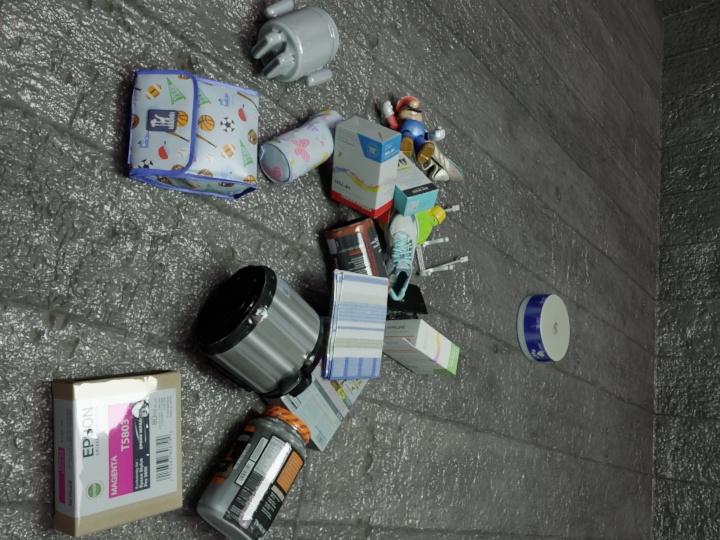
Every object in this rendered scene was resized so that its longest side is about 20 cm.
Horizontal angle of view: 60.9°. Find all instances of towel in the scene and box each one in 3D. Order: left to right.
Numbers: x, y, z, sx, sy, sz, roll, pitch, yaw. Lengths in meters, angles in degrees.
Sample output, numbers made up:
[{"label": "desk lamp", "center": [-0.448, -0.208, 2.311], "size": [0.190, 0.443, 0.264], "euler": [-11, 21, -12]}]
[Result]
[{"label": "towel", "center": [-0.007, 0.104, 1.159], "size": [0.145, 0.024, 0.204], "euler": [7, 88, -44]}]

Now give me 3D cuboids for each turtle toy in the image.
[{"label": "turtle toy", "center": [0.088, -0.135, 1.363], "size": [0.146, 0.101, 0.201], "euler": [-45, 118, -14]}]

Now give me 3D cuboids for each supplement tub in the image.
[{"label": "supplement tub", "center": [-0.169, 0.336, 1.016], "size": [0.123, 0.121, 0.201], "euler": [53, 50, -28]}, {"label": "supplement tub", "center": [0.000, 0.000, 1.248], "size": [0.106, 0.106, 0.204], "euler": [-24, 102, -46]}]

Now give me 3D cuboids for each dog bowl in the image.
[{"label": "dog bowl", "center": [0.556, 0.174, 1.854], "size": [0.198, 0.078, 0.205], "euler": [7, 81, -47]}]

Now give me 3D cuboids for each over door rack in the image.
[{"label": "over door rack", "center": [0.204, -0.079, 1.511], "size": [0.198, 0.066, 0.151], "euler": [-17, 99, -47]}]

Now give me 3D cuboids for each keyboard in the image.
[{"label": "keyboard", "center": [0.076, 0.075, 1.388], "size": [0.198, 0.039, 0.106], "euler": [11, 54, -45]}]

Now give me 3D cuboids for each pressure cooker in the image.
[{"label": "pressure cooker", "center": [-0.152, 0.113, 1.021], "size": [0.200, 0.177, 0.178], "euler": [46, 52, -33]}]

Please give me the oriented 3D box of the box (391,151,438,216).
[{"label": "box", "center": [0.072, -0.200, 1.283], "size": [0.081, 0.201, 0.050], "euler": [-17, 141, -27]}]

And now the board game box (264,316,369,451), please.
[{"label": "board game box", "center": [-0.075, 0.210, 1.155], "size": [0.201, 0.064, 0.149], "euler": [-51, 123, -35]}]

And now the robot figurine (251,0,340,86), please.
[{"label": "robot figurine", "center": [-0.117, -0.433, 1.168], "size": [0.200, 0.112, 0.171], "euler": [-43, 109, -41]}]

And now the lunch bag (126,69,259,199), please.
[{"label": "lunch bag", "center": [-0.267, -0.216, 0.980], "size": [0.197, 0.123, 0.174], "euler": [6, 80, -32]}]

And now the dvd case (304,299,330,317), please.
[{"label": "dvd case", "center": [-0.077, 0.143, 1.216], "size": [0.198, 0.016, 0.152], "euler": [17, 74, -46]}]

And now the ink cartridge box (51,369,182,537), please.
[{"label": "ink cartridge box", "center": [-0.343, 0.251, 0.873], "size": [0.163, 0.074, 0.204], "euler": [1, 85, -48]}]

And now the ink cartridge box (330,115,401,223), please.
[{"label": "ink cartridge box", "center": [0.007, -0.187, 1.214], "size": [0.067, 0.115, 0.203], "euler": [-36, 143, -43]}]

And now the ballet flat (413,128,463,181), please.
[{"label": "ballet flat", "center": [0.180, -0.267, 1.519], "size": [0.199, 0.068, 0.068], "euler": [41, 77, -30]}]

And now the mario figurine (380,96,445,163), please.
[{"label": "mario figurine", "center": [0.116, -0.335, 1.378], "size": [0.123, 0.105, 0.202], "euler": [44, 25, -36]}]

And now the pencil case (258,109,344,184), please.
[{"label": "pencil case", "center": [-0.106, -0.242, 1.181], "size": [0.091, 0.083, 0.200], "euler": [51, 48, -5]}]

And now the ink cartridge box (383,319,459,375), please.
[{"label": "ink cartridge box", "center": [0.117, 0.163, 1.350], "size": [0.199, 0.116, 0.068], "euler": [37, 59, -39]}]

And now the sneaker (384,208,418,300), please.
[{"label": "sneaker", "center": [0.088, -0.031, 1.284], "size": [0.076, 0.087, 0.204], "euler": [1, 114, -9]}]
